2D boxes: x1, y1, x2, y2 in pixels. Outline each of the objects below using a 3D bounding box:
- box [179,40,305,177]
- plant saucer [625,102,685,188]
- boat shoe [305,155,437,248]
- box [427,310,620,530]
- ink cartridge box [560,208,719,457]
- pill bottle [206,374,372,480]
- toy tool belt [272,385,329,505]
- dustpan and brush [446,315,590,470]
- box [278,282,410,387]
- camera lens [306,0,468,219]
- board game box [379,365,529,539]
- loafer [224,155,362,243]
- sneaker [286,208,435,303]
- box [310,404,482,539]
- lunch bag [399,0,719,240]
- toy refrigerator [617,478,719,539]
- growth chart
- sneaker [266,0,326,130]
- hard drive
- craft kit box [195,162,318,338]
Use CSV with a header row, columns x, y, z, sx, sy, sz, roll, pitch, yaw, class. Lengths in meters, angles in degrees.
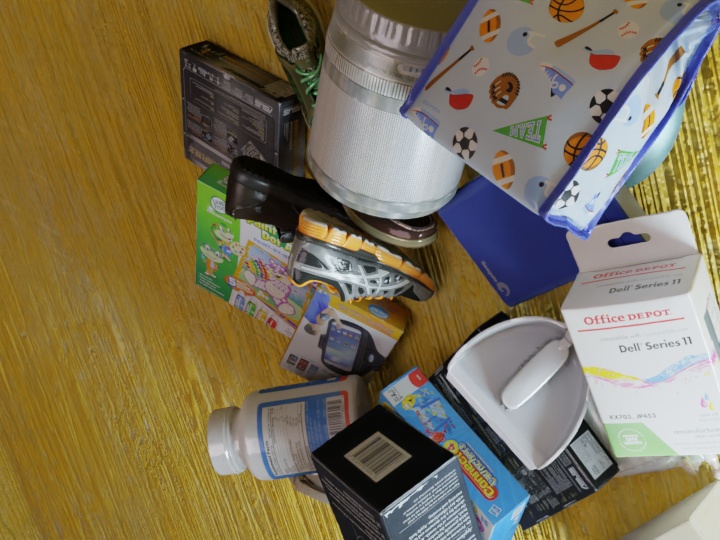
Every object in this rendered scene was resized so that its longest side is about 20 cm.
x,y,z,sx,sy,sz,roll,pitch,yaw,class
-0.153,-0.183,1.158,0.198,0.048,0.161,32,134,33,box
0.188,-0.161,0.796,0.198,0.027,0.204,28,131,37,plant saucer
0.012,-0.102,1.001,0.200,0.071,0.073,44,140,31,boat shoe
0.166,0.167,0.979,0.202,0.043,0.161,54,148,14,box
0.248,0.059,0.777,0.115,0.067,0.203,-11,113,36,ink cartridge box
-0.086,0.200,1.130,0.195,0.113,0.115,-10,109,11,pill bottle
-0.059,0.255,1.240,0.196,0.126,0.124,22,150,13,toy tool belt
0.189,0.079,0.873,0.200,0.057,0.140,-46,76,7,dustpan and brush
-0.028,0.094,1.144,0.117,0.042,0.202,26,135,-2,box
0.037,-0.164,0.857,0.159,0.158,0.203,38,134,27,camera lens
0.098,0.245,1.060,0.196,0.055,0.202,47,154,28,board game box
-0.072,-0.066,1.033,0.072,0.197,0.073,-56,31,20,loafer
0.000,0.000,0.990,0.078,0.197,0.078,-62,34,8,sneaker
0.049,0.279,0.992,0.148,0.106,0.204,25,139,54,box
0.159,-0.156,0.706,0.169,0.123,0.202,38,104,29,lunch bag
0.300,0.290,0.891,0.070,0.075,0.201,49,140,15,toy refrigerator
0.253,0.147,0.908,0.198,0.018,0.147,-19,96,52,growth chart
-0.053,-0.212,0.971,0.076,0.089,0.203,-32,84,11,sneaker
0.168,-0.048,0.855,0.133,0.025,0.199,52,147,-4,hard drive
-0.123,-0.014,1.166,0.197,0.049,0.200,27,136,13,craft kit box
